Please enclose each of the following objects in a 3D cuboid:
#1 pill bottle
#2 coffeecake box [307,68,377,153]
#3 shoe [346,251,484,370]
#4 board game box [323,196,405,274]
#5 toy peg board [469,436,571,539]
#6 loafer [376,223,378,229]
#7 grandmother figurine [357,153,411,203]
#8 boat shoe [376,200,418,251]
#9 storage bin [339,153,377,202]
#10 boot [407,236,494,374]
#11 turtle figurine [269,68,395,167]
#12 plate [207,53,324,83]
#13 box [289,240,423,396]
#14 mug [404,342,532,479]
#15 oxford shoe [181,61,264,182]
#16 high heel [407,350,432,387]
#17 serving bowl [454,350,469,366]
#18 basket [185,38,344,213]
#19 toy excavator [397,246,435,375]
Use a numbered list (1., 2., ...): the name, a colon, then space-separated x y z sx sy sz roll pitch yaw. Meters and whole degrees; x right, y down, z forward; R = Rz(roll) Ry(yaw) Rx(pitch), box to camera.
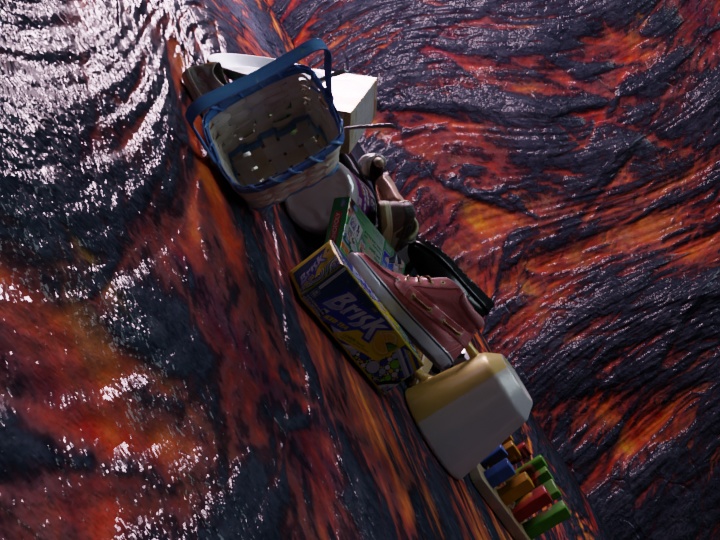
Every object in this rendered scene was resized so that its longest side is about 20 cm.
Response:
1. pill bottle: -0.036 -0.098 1.399 0.113 0.111 0.200 58 8 14
2. coffeecake box: -0.065 -0.275 1.542 0.201 0.151 0.074 -63 160 -59
3. shoe: 0.073 0.031 1.212 0.200 0.091 0.071 46 -8 2
4. board game box: 0.005 0.005 1.302 0.200 0.029 0.137 48 48 -51
5. toy peg board: 0.256 0.338 1.527 0.200 0.097 0.201 54 8 -22
6. loafer: 0.032 -0.047 1.754 0.068 0.070 0.201 53 9 -17
7. grandmother figurine: 0.041 -0.151 1.628 0.201 0.059 0.123 -117 -163 -51
8. boat shoe: 0.061 -0.064 1.447 0.201 0.065 0.073 73 14 -77
9. storage bin: -0.052 -0.174 1.669 0.202 0.093 0.135 59 8 21
10. boot: 0.116 0.063 1.540 0.198 0.163 0.073 42 -14 1
11. turtle figurine: -0.091 -0.239 1.344 0.192 0.199 0.146 11 56 -46
12. plate: -0.153 -0.321 1.488 0.201 0.196 0.026 -102 -158 -68
13. box: -0.003 0.061 1.134 0.201 0.070 0.065 52 5 -35
14. mug: 0.155 0.185 1.319 0.188 0.152 0.150 53 9 -19
15. oxford shoe: -0.163 -0.190 1.197 0.202 0.057 0.075 59 6 2
16. high heel: 0.053 0.097 1.462 0.072 0.140 0.203 70 28 -53
17. serving bowl: 0.139 0.112 1.800 0.201 0.065 0.200 55 9 -12
18. basket: -0.107 -0.168 1.062 0.140 0.174 0.201 60 -10 19
19. toy excavator: 0.115 0.077 1.617 0.198 0.197 0.100 29 -3 24
